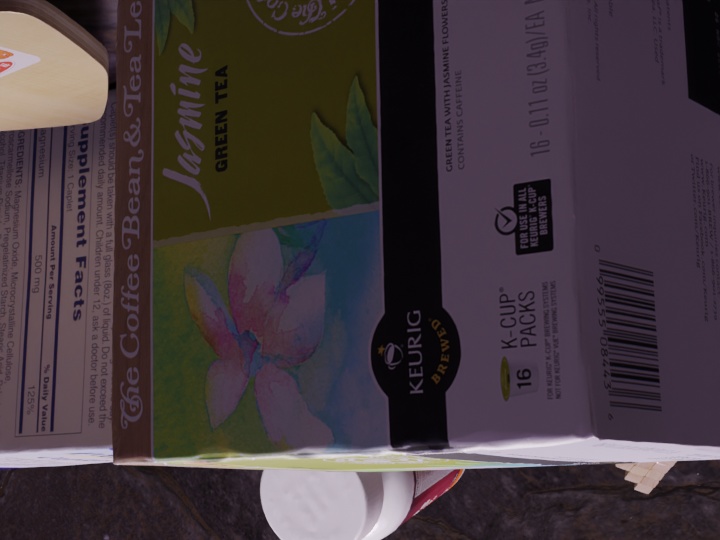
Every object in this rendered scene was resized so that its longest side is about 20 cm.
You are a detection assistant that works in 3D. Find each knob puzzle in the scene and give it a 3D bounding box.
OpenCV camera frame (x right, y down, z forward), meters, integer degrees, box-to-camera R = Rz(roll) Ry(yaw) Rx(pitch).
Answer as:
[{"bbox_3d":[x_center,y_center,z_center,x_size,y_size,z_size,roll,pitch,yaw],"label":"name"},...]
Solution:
[{"bbox_3d":[-0.195,-0.097,0.617,0.217,0.031,0.220,-1,169,0],"label":"knob puzzle"}]

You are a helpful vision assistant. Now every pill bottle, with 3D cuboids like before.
[{"bbox_3d":[0.006,0.154,1.150,0.109,0.111,0.200,-6,-174,26],"label":"pill bottle"}]

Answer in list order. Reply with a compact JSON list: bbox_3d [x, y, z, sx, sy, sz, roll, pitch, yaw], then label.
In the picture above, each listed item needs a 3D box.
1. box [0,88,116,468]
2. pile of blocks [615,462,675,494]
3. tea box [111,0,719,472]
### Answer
[{"bbox_3d":[-0.158,0.012,0.786,0.198,0.186,0.105,-7,167,31],"label":"box"},{"bbox_3d":[0.213,0.058,1.064,0.062,0.202,0.082,19,168,-1],"label":"pile of blocks"},{"bbox_3d":[0.023,-0.031,0.519,0.195,0.202,0.133,-9,167,36],"label":"tea box"}]
